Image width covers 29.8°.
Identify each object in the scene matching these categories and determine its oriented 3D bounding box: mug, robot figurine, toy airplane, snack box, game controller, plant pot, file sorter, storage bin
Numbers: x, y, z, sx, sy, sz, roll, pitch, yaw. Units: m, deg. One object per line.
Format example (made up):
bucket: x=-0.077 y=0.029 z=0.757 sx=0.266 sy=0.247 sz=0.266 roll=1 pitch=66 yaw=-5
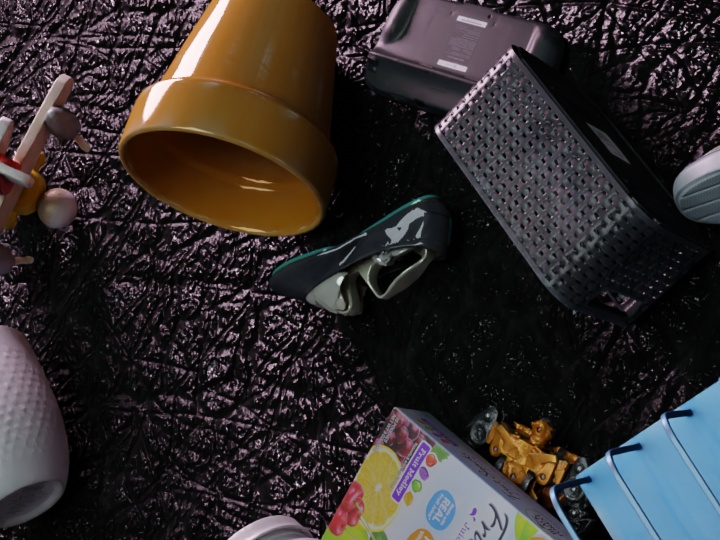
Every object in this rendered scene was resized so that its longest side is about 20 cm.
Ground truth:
mug: x=-0.396 y=0.167 z=1.394 sx=0.147 sy=0.199 sz=0.176 roll=-40 pitch=64 yaw=17
robot figurine: x=0.114 y=0.211 z=1.083 sx=0.144 sy=0.058 sz=0.202 roll=28 pitch=97 yaw=38
toy airplane: x=-0.371 y=-0.093 z=1.473 sx=0.200 sy=0.140 sz=0.200 roll=-49 pitch=22 yaw=34
snack box: x=0.069 y=0.218 z=1.044 sx=0.200 sy=0.053 sz=0.143 roll=37 pitch=105 yaw=39
game controller: x=0.091 y=-0.188 z=1.214 sx=0.199 sy=0.042 sz=0.105 roll=24 pitch=80 yaw=38
plant pot: x=-0.103 y=-0.159 z=1.266 sx=0.199 sy=0.200 sz=0.185 roll=-1 pitch=63 yaw=37
file sorter: x=0.251 y=0.152 z=0.924 sx=0.199 sy=0.122 sz=0.140 roll=-37 pitch=73 yaw=17
storage bin: x=0.165 y=-0.066 z=1.058 sx=0.094 sy=0.135 sz=0.201 roll=-44 pitch=57 yaw=21

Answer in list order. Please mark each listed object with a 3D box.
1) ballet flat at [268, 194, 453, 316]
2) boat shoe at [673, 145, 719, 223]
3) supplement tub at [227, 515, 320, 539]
ballet flat: x=0.000 y=0.000 z=1.215 sx=0.199 sy=0.073 sz=0.074 roll=-25 pitch=65 yaw=28
boat shoe: x=0.326 y=-0.092 z=0.997 sx=0.199 sy=0.072 sz=0.062 roll=-20 pitch=43 yaw=29
supplement tub: x=-0.037 y=0.314 z=1.121 sx=0.200 sy=0.140 sz=0.141 roll=39 pitch=103 yaw=36
